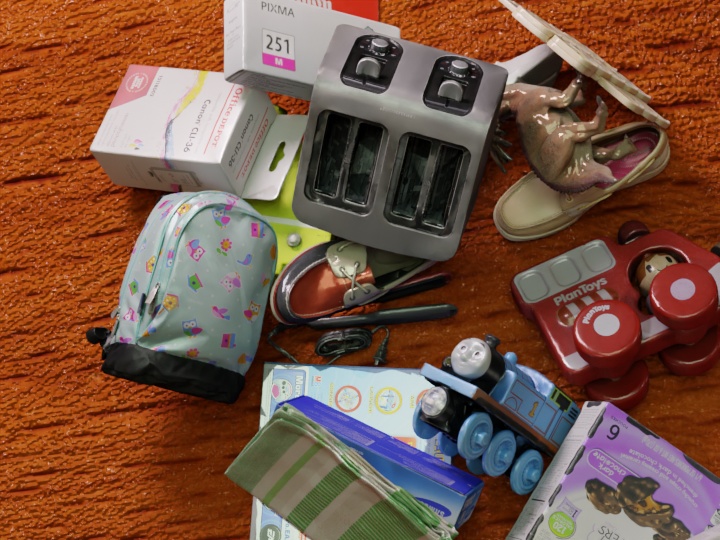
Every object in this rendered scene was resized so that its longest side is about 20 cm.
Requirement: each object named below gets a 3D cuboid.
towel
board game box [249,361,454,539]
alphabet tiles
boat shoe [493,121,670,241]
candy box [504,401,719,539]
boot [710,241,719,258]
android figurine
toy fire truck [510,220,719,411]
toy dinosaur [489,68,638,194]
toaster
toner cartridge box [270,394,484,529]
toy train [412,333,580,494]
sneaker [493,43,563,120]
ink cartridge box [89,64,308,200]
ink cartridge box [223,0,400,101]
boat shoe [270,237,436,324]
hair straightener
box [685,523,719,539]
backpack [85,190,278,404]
[{"bbox_3d":[-0.022,0.217,1.608,0.199,0.153,0.023,37,49,-1],"label":"towel"},{"bbox_3d":[-0.005,0.197,1.722,0.194,0.056,0.202,2,74,7],"label":"board game box"},{"bbox_3d":[0.224,-0.213,1.741,0.196,0.200,0.015,45,105,25],"label":"alphabet tiles"},{"bbox_3d":[0.225,-0.099,1.774,0.199,0.069,0.074,-29,73,-2],"label":"boat shoe"},{"bbox_3d":[0.240,0.253,1.643,0.167,0.072,0.201,33,80,-7],"label":"candy box"},{"bbox_3d":[0.439,0.032,1.716,0.075,0.074,0.200,-33,70,-14],"label":"boot"},{"bbox_3d":[-0.081,-0.074,1.820,0.180,0.041,0.202,10,74,9],"label":"android figurine"},{"bbox_3d":[0.265,0.028,1.722,0.199,0.112,0.169,-25,54,-2],"label":"toy fire truck"},{"bbox_3d":[0.185,-0.128,1.721,0.135,0.086,0.201,-37,59,9],"label":"toy dinosaur"},{"bbox_3d":[0.033,-0.118,1.695,0.179,0.201,0.119,16,33,5],"label":"toaster"},{"bbox_3d":[0.013,0.181,1.642,0.199,0.095,0.044,25,98,13],"label":"toner cartridge box"},{"bbox_3d":[0.127,0.135,1.657,0.086,0.200,0.115,20,78,40],"label":"toy train"},{"bbox_3d":[0.121,-0.186,1.813,0.199,0.071,0.080,-34,60,-6],"label":"sneaker"},{"bbox_3d":[-0.165,-0.143,1.798,0.198,0.068,0.117,7,60,24],"label":"ink cartridge box"},{"bbox_3d":[-0.048,-0.263,1.810,0.199,0.043,0.175,9,71,-33],"label":"ink cartridge box"},{"bbox_3d":[0.000,0.000,1.732,0.199,0.062,0.072,-25,111,-31],"label":"boat shoe"},{"bbox_3d":[0.004,0.059,1.768,0.198,0.041,0.078,-12,73,1],"label":"hair straightener"},{"bbox_3d":[0.344,0.311,1.610,0.198,0.036,0.146,-21,94,-15],"label":"box"},{"bbox_3d":[-0.160,0.022,1.716,0.126,0.166,0.202,8,82,54],"label":"backpack"}]
